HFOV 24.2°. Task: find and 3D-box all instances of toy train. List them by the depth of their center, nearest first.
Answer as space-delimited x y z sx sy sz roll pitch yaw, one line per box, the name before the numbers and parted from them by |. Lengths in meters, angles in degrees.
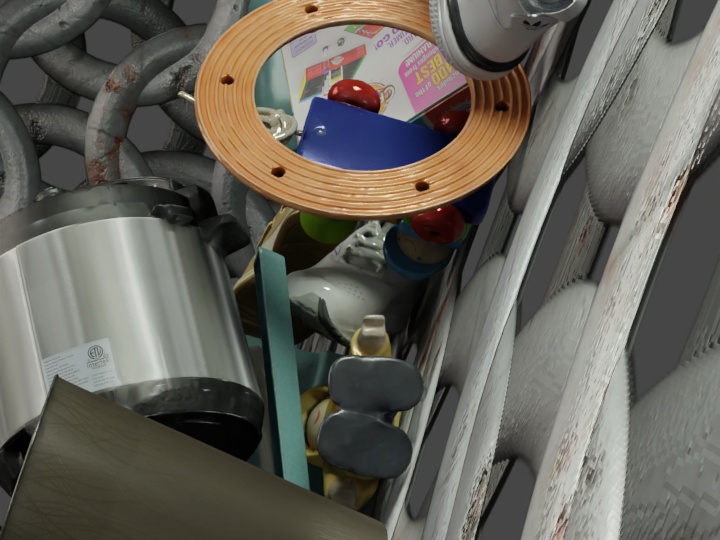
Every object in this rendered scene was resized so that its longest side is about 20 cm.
toy train | -0.021 -0.059 1.069 0.116 0.199 0.085 107 179 -62

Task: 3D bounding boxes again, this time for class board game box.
board game box | 0.015 -0.164 1.166 0.153 0.040 0.200 -30 53 28

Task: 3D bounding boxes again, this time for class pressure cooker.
pressure cooker | -0.160 0.037 1.071 0.179 0.176 0.200 -49 51 48

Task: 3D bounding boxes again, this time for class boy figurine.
boy figurine | -0.004 0.090 1.059 0.200 0.064 0.125 148 133 -80

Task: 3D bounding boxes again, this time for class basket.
basket | -0.096 0.162 0.918 0.136 0.200 0.181 -81 11 -49

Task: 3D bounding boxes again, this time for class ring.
ring | 0.001 -0.101 1.003 0.019 0.200 0.201 93 -170 -49

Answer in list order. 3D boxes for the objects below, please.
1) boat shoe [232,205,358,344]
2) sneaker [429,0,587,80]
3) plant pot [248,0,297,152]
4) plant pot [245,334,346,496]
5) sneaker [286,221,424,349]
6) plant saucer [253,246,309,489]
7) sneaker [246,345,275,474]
boat shoe | -0.045 -0.007 1.287 0.200 0.074 0.066 -50 12 52
sneaker | 0.088 -0.217 0.954 0.115 0.075 0.201 -22 69 59
plant pot | -0.015 -0.171 1.620 0.201 0.200 0.161 121 154 -70
plant pot | -0.103 0.128 1.262 0.200 0.196 0.201 -161 90 -87
sneaker | 0.000 0.000 1.159 0.087 0.074 0.200 -60 -10 14
plant saucer | -0.047 0.088 1.045 0.070 0.019 0.201 125 139 -79
sneaker | -0.083 0.153 1.136 0.074 0.082 0.201 97 166 -87
